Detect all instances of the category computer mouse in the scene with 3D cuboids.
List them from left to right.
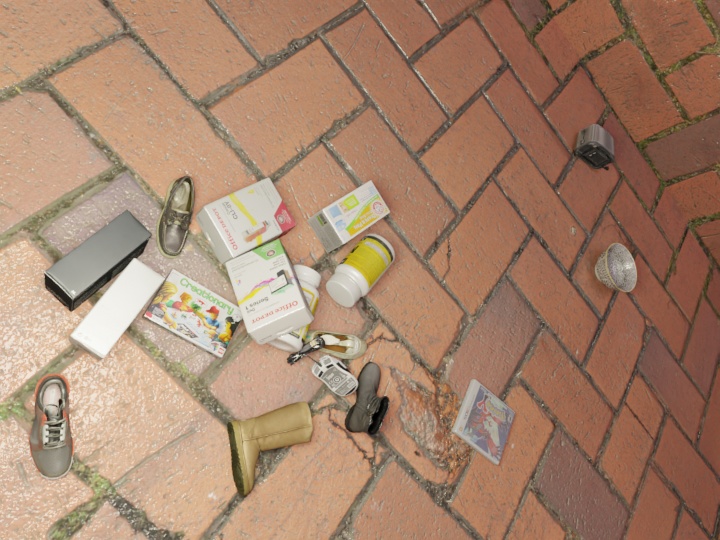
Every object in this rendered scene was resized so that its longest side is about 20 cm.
[{"bbox_3d":[-0.087,0.254,1.332,0.110,0.044,0.200,-41,115,9],"label":"computer mouse"}]

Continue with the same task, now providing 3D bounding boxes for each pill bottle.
[{"bbox_3d":[-0.170,0.093,1.292,0.112,0.112,0.201,29,63,-23],"label":"pill bottle"},{"bbox_3d":[0.000,0.000,1.423,0.114,0.114,0.200,49,57,-12],"label":"pill bottle"}]

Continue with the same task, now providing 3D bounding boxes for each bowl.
[{"bbox_3d":[1.016,-0.003,2.077,0.199,0.094,0.202,9,72,-31],"label":"bowl"}]

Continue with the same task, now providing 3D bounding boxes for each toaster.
[{"bbox_3d":[1.015,-0.532,2.205,0.199,0.113,0.130,26,63,-22],"label":"toaster"}]

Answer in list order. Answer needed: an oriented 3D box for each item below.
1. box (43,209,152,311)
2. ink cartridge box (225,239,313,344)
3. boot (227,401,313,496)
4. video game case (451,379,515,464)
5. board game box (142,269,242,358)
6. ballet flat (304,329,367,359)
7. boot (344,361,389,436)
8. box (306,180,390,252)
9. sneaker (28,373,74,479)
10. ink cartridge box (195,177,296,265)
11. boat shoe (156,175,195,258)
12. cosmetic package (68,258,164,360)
[{"bbox_3d":[-0.544,-0.020,1.068,0.079,0.141,0.200,48,57,-13],"label":"box"},{"bbox_3d":[-0.215,0.050,1.209,0.144,0.084,0.201,-24,62,-3],"label":"ink cartridge box"},{"bbox_3d":[-0.203,0.416,1.216,0.199,0.066,0.177,-3,79,-34],"label":"boot"},{"bbox_3d":[0.388,0.471,1.599,0.200,0.023,0.183,40,60,-18],"label":"video game case"},{"bbox_3d":[-0.385,0.103,1.200,0.199,0.035,0.127,34,62,-21],"label":"board game box"},{"bbox_3d":[-0.057,0.198,1.366,0.199,0.062,0.068,11,72,-30],"label":"ballet flat"},{"bbox_3d":[0.037,0.335,1.347,0.069,0.131,0.201,27,65,-23],"label":"boot"},{"bbox_3d":[-0.031,-0.153,1.450,0.200,0.101,0.113,-37,98,-33],"label":"box"},{"bbox_3d":[-0.596,0.300,0.986,0.077,0.082,0.202,-5,80,-33],"label":"sneaker"},{"bbox_3d":[-0.287,-0.124,1.292,0.199,0.083,0.146,-33,95,-33],"label":"ink cartridge box"},{"bbox_3d":[-0.435,-0.131,1.212,0.073,0.065,0.202,10,73,-31],"label":"boat shoe"},{"bbox_3d":[-0.512,0.082,1.081,0.081,0.113,0.201,40,62,-17],"label":"cosmetic package"}]
